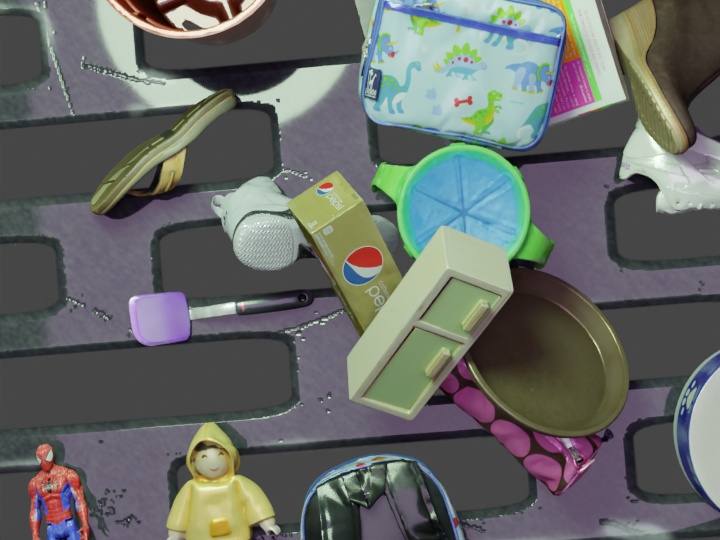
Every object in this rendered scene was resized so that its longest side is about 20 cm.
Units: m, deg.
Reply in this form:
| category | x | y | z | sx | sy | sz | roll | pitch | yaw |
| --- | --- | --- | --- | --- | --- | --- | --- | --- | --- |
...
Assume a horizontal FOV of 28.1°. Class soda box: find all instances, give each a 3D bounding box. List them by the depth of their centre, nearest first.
| category | x | y | z | sx | sy | sz | roll | pitch | yaw |
| --- | --- | --- | --- | --- | --- | --- | --- | --- | --- |
| soda box | 0.000 | 0.000 | 1.472 | 0.064 | 0.068 | 0.200 | -33 | 130 | -6 |

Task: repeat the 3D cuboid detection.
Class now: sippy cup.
| category | x | y | z | sx | sy | sz | roll | pitch | yaw |
| --- | --- | --- | --- | --- | --- | --- | --- | --- | --- |
| sippy cup | 0.106 | -0.057 | 1.496 | 0.139 | 0.130 | 0.179 | -30 | 88 | 1 |

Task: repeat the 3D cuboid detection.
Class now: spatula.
| category | x | y | z | sx | sy | sz | roll | pitch | yaw |
| --- | --- | --- | --- | --- | --- | --- | --- | --- | --- |
| spatula | -0.149 | 0.043 | 1.560 | 0.199 | 0.021 | 0.057 | -8 | 87 | 2 |

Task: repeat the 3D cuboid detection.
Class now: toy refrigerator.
| category | x | y | z | sx | sy | sz | roll | pitch | yaw |
| --- | --- | --- | --- | --- | --- | --- | --- | --- | --- |
| toy refrigerator | 0.065 | 0.057 | 1.424 | 0.076 | 0.070 | 0.200 | 20 | 127 | -20 |

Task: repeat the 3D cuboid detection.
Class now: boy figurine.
| category | x | y | z | sx | sy | sz | roll | pitch | yaw |
| --- | --- | --- | --- | --- | --- | --- | --- | --- | --- |
| boy figurine | -0.147 | 0.264 | 1.536 | 0.123 | 0.064 | 0.202 | -1 | 92 | 5 |

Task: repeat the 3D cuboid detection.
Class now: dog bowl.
| category | x | y | z | sx | sy | sz | roll | pitch | yaw |
| --- | --- | --- | --- | --- | --- | --- | --- | --- | --- |
| dog bowl | 0.432 | 0.171 | 1.502 | 0.199 | 0.079 | 0.202 | 0 | 88 | 2 |

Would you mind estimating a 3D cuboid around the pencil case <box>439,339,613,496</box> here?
| category | x | y | z | sx | sy | sz | roll | pitch | yaw |
| --- | --- | --- | --- | --- | --- | --- | --- | --- | --- |
| pencil case | 0.161 | 0.143 | 1.508 | 0.200 | 0.094 | 0.091 | 39 | 91 | 4 |

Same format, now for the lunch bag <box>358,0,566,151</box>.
| category | x | y | z | sx | sy | sz | roll | pitch | yaw |
| --- | --- | --- | --- | --- | --- | --- | --- | --- | --- |
| lunch bag | 0.101 | -0.214 | 1.444 | 0.199 | 0.083 | 0.162 | 13 | 104 | -5 |

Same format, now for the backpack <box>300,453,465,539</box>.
| category | x | y | z | sx | sy | sz | roll | pitch | yaw |
| --- | --- | --- | --- | --- | --- | --- | --- | --- | --- |
| backpack | 0.025 | 0.285 | 1.484 | 0.199 | 0.154 | 0.192 | -12 | 95 | -6 |

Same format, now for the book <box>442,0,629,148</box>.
| category | x | y | z | sx | sy | sz | roll | pitch | yaw |
| --- | --- | --- | --- | --- | --- | --- | --- | --- | --- |
| book | 0.168 | -0.210 | 1.513 | 0.199 | 0.048 | 0.134 | -17 | 89 | 20 |

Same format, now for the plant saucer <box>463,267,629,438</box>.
| category | x | y | z | sx | sy | sz | roll | pitch | yaw |
| --- | --- | --- | --- | --- | --- | --- | --- | --- | --- |
| plant saucer | 0.186 | 0.087 | 1.488 | 0.199 | 0.030 | 0.201 | 15 | 51 | -19 |

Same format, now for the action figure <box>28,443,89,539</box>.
| category | x | y | z | sx | sy | sz | roll | pitch | yaw |
| --- | --- | --- | --- | --- | --- | --- | --- | --- | --- |
| action figure | -0.319 | 0.286 | 1.552 | 0.065 | 0.052 | 0.201 | -14 | 86 | 6 |

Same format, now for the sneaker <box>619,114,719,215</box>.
| category | x | y | z | sx | sy | sz | roll | pitch | yaw |
| --- | --- | --- | --- | --- | --- | --- | --- | --- | --- |
| sneaker | 0.368 | -0.090 | 1.521 | 0.199 | 0.075 | 0.100 | 28 | 97 | 11 |

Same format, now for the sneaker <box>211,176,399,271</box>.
| category | x | y | z | sx | sy | sz | roll | pitch | yaw |
| --- | --- | --- | --- | --- | --- | --- | --- | --- | --- |
| sneaker | -0.061 | -0.051 | 1.528 | 0.199 | 0.115 | 0.076 | 0 | 118 | -32 |

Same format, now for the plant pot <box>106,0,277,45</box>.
| category | x | y | z | sx | sy | sz | roll | pitch | yaw |
| --- | --- | --- | --- | --- | --- | --- | --- | --- | --- |
| plant pot | -0.163 | -0.322 | 1.481 | 0.199 | 0.195 | 0.202 | 0 | 89 | 3 |

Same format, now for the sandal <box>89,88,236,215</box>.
| category | x | y | z | sx | sy | sz | roll | pitch | yaw |
| --- | --- | --- | --- | --- | --- | --- | --- | --- | --- |
| sandal | -0.206 | -0.119 | 1.548 | 0.200 | 0.080 | 0.054 | -39 | 109 | -3 |

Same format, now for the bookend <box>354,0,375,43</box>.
| category | x | y | z | sx | sy | sz | roll | pitch | yaw |
| --- | --- | --- | --- | --- | --- | --- | --- | --- | --- |
| bookend | 0.074 | -0.357 | 1.522 | 0.197 | 0.092 | 0.201 | -16 | 88 | 3 |

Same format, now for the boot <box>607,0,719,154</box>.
| category | x | y | z | sx | sy | sz | roll | pitch | yaw |
| --- | --- | --- | --- | --- | --- | --- | --- | --- | --- |
| boot | 0.356 | -0.218 | 1.483 | 0.165 | 0.073 | 0.201 | -16 | 54 | -1 |
